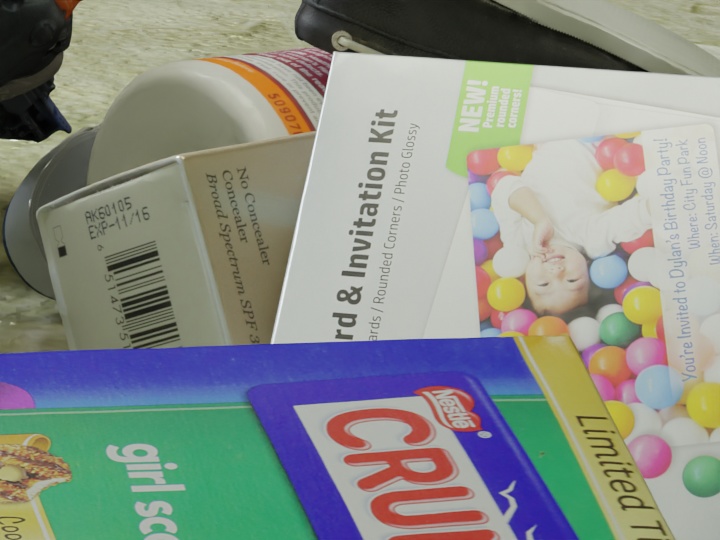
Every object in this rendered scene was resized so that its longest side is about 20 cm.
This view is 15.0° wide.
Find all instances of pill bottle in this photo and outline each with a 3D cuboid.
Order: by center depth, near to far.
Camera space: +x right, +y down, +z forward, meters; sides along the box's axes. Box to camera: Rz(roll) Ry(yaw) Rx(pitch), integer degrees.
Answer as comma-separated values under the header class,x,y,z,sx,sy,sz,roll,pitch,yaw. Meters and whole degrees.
class,x,y,z,sx,sy,sz,roll,pitch,yaw
pill bottle,0.003,-0.032,1.059,0.114,0.115,0.200,14,18,43

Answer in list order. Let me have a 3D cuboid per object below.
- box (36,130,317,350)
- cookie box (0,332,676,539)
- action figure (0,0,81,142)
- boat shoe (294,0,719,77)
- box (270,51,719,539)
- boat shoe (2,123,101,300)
class,x,y,z,sx,sy,sz,roll,pitch,yaw
box,0.000,0.000,0.912,0.200,0.095,0.078,-15,-2,-45
cookie box,-0.036,0.085,0.534,0.199,0.075,0.171,-1,28,-13
action figure,-0.159,-0.065,1.064,0.105,0.194,0.200,39,-3,34
boat shoe,0.070,-0.074,1.014,0.200,0.060,0.074,22,14,-22
box,0.077,0.016,0.798,0.199,0.156,0.041,5,-28,13
boat shoe,-0.103,-0.027,1.157,0.065,0.074,0.200,-25,4,29
